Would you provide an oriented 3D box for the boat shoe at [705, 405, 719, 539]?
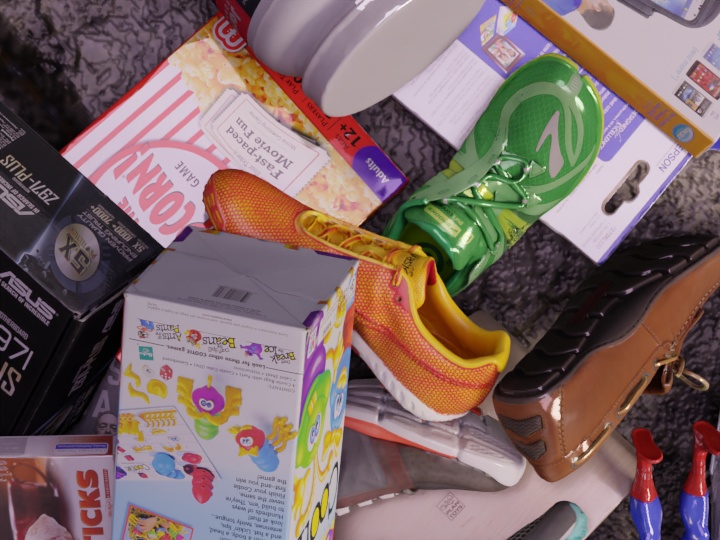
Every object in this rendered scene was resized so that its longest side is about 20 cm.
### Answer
[{"bbox_3d":[0.245,0.095,1.560,0.074,0.065,0.202,3,98,-20],"label":"boat shoe"}]

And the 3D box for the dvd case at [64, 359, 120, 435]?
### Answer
[{"bbox_3d":[-0.152,0.114,1.570,0.150,0.025,0.200,8,92,-1],"label":"dvd case"}]

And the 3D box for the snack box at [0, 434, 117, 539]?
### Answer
[{"bbox_3d":[-0.167,0.183,1.488,0.072,0.024,0.200,-1,120,2],"label":"snack box"}]

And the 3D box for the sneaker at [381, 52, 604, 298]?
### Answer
[{"bbox_3d":[0.071,-0.038,1.509,0.074,0.084,0.200,38,115,0],"label":"sneaker"}]

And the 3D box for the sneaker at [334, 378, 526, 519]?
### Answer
[{"bbox_3d":[-0.003,0.109,1.519,0.200,0.077,0.082,12,108,13],"label":"sneaker"}]

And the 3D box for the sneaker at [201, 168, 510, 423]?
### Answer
[{"bbox_3d":[0.000,0.000,1.474,0.200,0.073,0.077,36,123,-5],"label":"sneaker"}]

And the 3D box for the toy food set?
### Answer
[{"bbox_3d":[0.056,0.141,1.563,0.143,0.060,0.200,43,90,10],"label":"toy food set"}]

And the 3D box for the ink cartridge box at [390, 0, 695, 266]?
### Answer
[{"bbox_3d":[0.096,-0.101,1.561,0.200,0.037,0.095,40,91,1],"label":"ink cartridge box"}]

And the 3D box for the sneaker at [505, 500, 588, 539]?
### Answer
[{"bbox_3d":[0.038,0.185,1.494,0.200,0.078,0.091,-37,77,1],"label":"sneaker"}]

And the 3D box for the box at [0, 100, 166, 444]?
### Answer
[{"bbox_3d":[-0.229,-0.006,1.477,0.200,0.086,0.164,42,133,9],"label":"box"}]

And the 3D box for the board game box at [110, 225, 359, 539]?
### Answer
[{"bbox_3d":[-0.070,0.093,1.435,0.105,0.103,0.200,12,115,12],"label":"board game box"}]

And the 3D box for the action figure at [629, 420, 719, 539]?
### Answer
[{"bbox_3d":[0.183,0.187,1.536,0.065,0.052,0.200,-9,121,-14],"label":"action figure"}]

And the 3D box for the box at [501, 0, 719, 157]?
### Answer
[{"bbox_3d":[0.178,-0.161,1.542,0.200,0.041,0.119,38,73,0],"label":"box"}]

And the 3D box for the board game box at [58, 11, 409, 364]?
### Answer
[{"bbox_3d":[-0.095,-0.040,1.541,0.200,0.046,0.152,-42,88,-6],"label":"board game box"}]

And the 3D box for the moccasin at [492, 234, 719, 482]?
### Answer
[{"bbox_3d":[0.156,0.047,1.514,0.074,0.201,0.078,-4,121,40],"label":"moccasin"}]

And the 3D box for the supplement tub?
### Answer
[{"bbox_3d":[-0.035,-0.201,1.484,0.140,0.140,0.200,-39,76,1],"label":"supplement tub"}]
